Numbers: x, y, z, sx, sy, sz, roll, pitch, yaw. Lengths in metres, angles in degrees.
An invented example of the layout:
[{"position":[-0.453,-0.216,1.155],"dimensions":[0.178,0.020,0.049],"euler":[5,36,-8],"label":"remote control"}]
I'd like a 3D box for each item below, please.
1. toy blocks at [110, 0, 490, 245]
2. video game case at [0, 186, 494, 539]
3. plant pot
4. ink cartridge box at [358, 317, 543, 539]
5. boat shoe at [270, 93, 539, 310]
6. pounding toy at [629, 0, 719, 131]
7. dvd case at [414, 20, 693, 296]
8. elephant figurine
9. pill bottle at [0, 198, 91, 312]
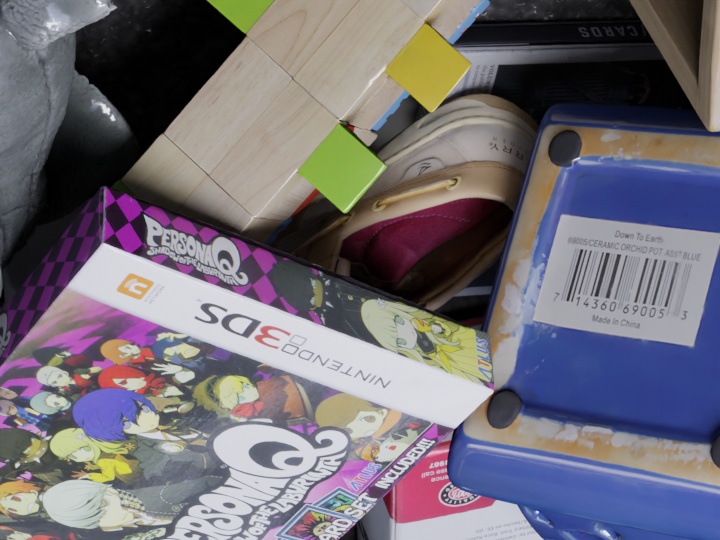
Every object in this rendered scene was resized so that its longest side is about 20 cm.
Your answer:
[{"position":[-0.018,-0.075,1.016],"dimensions":[0.200,0.100,0.137],"euler":[-49,175,5],"label":"toy blocks"},{"position":[-0.074,0.064,1.001],"dimensions":[0.181,0.036,0.200],"euler":[22,132,-27],"label":"video game case"},{"position":[0.158,0.036,1.027],"dimensions":[0.180,0.199,0.201],"euler":[29,74,-50],"label":"plant pot"},{"position":[0.074,0.120,1.245],"dimensions":[0.144,0.084,0.201],"euler":[-11,135,-12],"label":"ink cartridge box"},{"position":[0.000,0.000,1.105],"dimensions":[0.074,0.069,0.200],"euler":[35,124,-24],"label":"boat shoe"},{"position":[0.182,-0.180,0.946],"dimensions":[0.141,0.184,0.201],"euler":[-12,134,-10],"label":"pounding toy"},{"position":[0.117,-0.052,1.154],"dimensions":[0.199,0.025,0.151],"euler":[-3,132,-18],"label":"dvd case"},{"position":[-0.160,-0.047,0.976],"dimensions":[0.141,0.155,0.201],"euler":[-22,131,-8],"label":"elephant figurine"},{"position":[-0.113,0.067,1.112],"dimensions":[0.111,0.112,0.201],"euler":[-11,134,-12],"label":"pill bottle"}]
